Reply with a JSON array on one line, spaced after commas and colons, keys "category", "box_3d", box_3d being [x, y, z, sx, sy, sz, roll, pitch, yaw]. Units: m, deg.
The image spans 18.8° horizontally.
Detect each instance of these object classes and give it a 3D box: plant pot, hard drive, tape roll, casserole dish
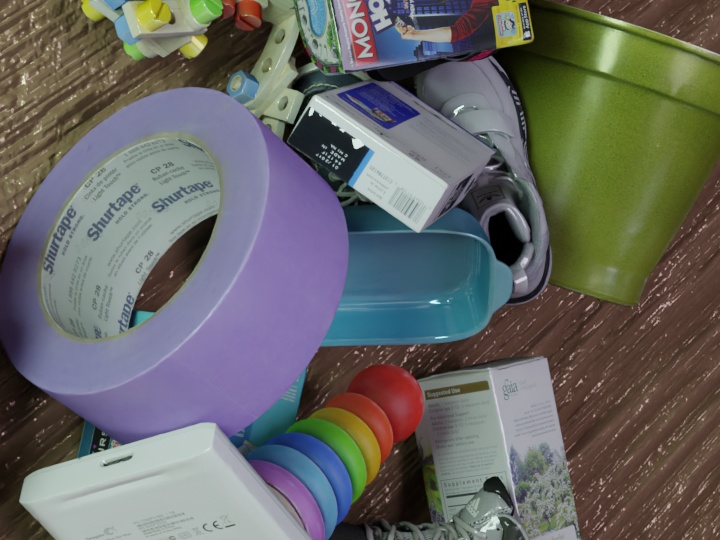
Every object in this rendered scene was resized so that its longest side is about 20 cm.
[{"category": "plant pot", "box_3d": [0.173, -0.082, 1.615, 0.200, 0.200, 0.194, 13, 95, -49]}, {"category": "hard drive", "box_3d": [-0.093, 0.173, 1.290, 0.200, 0.131, 0.026, 54, 30, -38]}, {"category": "tape roll", "box_3d": [-0.111, 0.000, 1.270, 0.085, 0.199, 0.201, 41, 63, -44]}, {"category": "casserole dish", "box_3d": [0.000, 0.000, 1.428, 0.122, 0.198, 0.039, 88, 1, -52]}]

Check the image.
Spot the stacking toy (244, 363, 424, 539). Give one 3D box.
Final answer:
[{"category": "stacking toy", "box_3d": [-0.023, 0.126, 1.415, 0.200, 0.085, 0.086, -39, 122, -47]}]

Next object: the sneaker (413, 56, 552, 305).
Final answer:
[{"category": "sneaker", "box_3d": [0.085, -0.073, 1.497, 0.115, 0.075, 0.202, -16, 90, -86]}]

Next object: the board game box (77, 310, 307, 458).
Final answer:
[{"category": "board game box", "box_3d": [-0.116, 0.139, 1.393, 0.151, 0.047, 0.202, 21, 78, -49]}]

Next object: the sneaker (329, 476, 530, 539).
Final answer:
[{"category": "sneaker", "box_3d": [0.046, 0.180, 1.503, 0.199, 0.075, 0.116, 28, 104, -20]}]

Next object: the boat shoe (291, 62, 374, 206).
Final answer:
[{"category": "boat shoe", "box_3d": [0.007, -0.058, 1.492, 0.062, 0.074, 0.201, -90, 160, -46]}]

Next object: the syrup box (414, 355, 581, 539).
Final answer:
[{"category": "syrup box", "box_3d": [0.103, 0.168, 1.593, 0.078, 0.081, 0.202, -9, 87, -53]}]

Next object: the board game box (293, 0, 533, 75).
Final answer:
[{"category": "board game box", "box_3d": [-0.003, -0.223, 1.352, 0.199, 0.062, 0.202, -12, 92, -31]}]

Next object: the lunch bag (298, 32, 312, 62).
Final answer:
[{"category": "lunch bag", "box_3d": [0.013, -0.251, 1.477, 0.176, 0.081, 0.201, -39, 121, -40]}]

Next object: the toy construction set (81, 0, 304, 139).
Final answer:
[{"category": "toy construction set", "box_3d": [-0.088, -0.162, 1.362, 0.200, 0.092, 0.132, 38, 41, -53]}]

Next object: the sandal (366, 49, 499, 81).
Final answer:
[{"category": "sandal", "box_3d": [0.070, -0.171, 1.459, 0.200, 0.045, 0.076, -32, 113, -50]}]

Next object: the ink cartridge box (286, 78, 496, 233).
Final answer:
[{"category": "ink cartridge box", "box_3d": [0.024, -0.077, 1.364, 0.039, 0.099, 0.200, -58, 174, 15]}]
